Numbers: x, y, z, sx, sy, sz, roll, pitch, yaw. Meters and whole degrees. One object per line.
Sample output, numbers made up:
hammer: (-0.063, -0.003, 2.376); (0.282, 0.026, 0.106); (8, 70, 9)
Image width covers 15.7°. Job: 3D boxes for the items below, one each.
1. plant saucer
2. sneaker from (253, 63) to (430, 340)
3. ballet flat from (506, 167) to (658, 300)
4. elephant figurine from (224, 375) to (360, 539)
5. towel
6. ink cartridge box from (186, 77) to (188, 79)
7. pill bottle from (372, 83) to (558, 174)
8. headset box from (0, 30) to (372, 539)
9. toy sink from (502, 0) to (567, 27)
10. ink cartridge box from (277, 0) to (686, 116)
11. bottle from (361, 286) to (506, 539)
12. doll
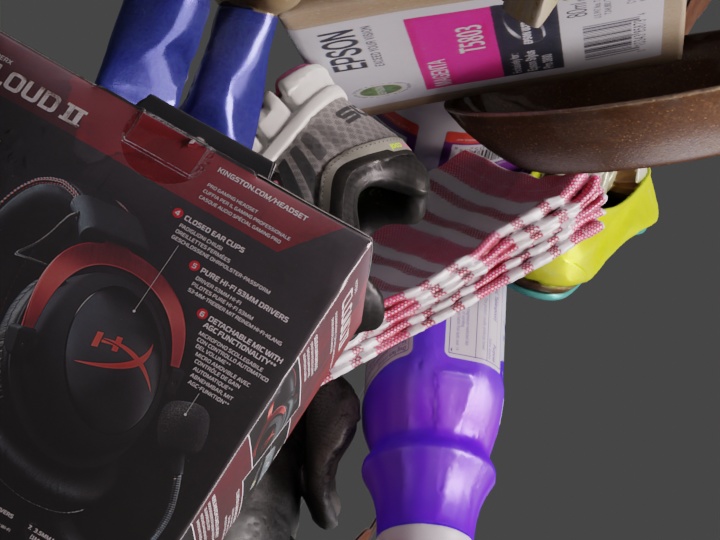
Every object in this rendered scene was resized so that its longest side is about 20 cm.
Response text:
plant saucer: (0.139, -0.077, 1.179); (0.200, 0.200, 0.037); (-39, 120, -66)
sneaker: (-0.038, 0.011, 1.027); (0.200, 0.087, 0.074); (-56, 167, -23)
ballet flat: (0.116, -0.043, 1.313); (0.200, 0.067, 0.067); (-44, 149, -66)
elephant figurine: (-0.058, 0.079, 1.311); (0.155, 0.141, 0.200); (23, -86, 57)
towel: (0.000, 0.000, 1.188); (0.200, 0.030, 0.146); (-28, -162, -20)
ink cartridge box: (-0.122, 0.047, 1.073); (0.200, 0.041, 0.200); (-54, 168, -37)
pill bottle: (0.043, -0.078, 1.360); (0.112, 0.112, 0.200); (-57, 170, -27)
headset box: (-0.098, 0.029, 0.825); (0.200, 0.149, 0.075); (-58, 171, -21)
toy sink: (0.058, -0.176, 0.907); (0.112, 0.200, 0.130); (-55, 169, -34)
ink cartridge box: (0.051, -0.128, 1.085); (0.200, 0.165, 0.075); (50, 30, -79)
bottle: (0.036, 0.055, 1.279); (0.084, 0.065, 0.200); (121, -23, -57)
doll: (-0.077, -0.013, 0.945); (0.136, 0.048, 0.200); (16, 94, -45)
